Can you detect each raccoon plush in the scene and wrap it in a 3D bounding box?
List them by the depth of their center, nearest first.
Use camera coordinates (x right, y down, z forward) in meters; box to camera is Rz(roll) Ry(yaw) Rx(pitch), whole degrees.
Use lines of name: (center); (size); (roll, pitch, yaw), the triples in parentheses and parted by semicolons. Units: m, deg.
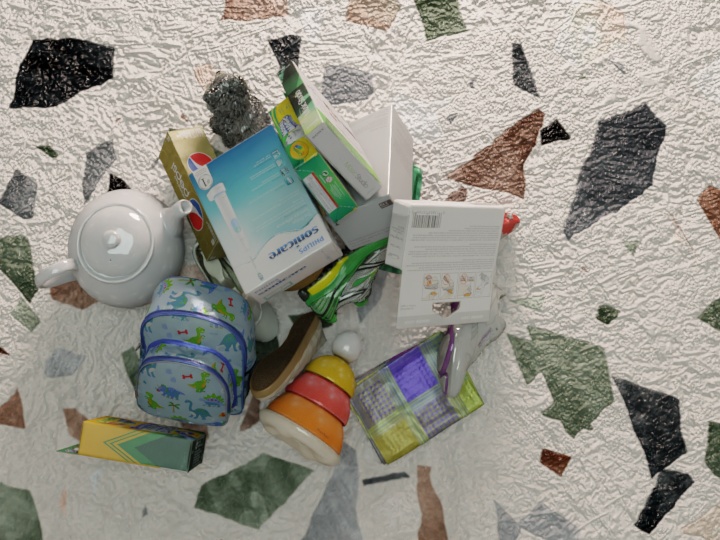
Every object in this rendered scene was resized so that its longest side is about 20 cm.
raccoon plush: (-0.169, -0.223, 1.346); (0.097, 0.134, 0.200); (-43, 87, -5)

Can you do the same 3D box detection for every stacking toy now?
stacking toy: (-0.052, 0.185, 1.326); (0.144, 0.146, 0.202); (31, 72, 2)

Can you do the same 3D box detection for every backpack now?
backpack: (-0.242, 0.124, 1.264); (0.178, 0.148, 0.203); (11, 129, 0)

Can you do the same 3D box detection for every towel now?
towel: (0.084, 0.203, 1.369); (0.197, 0.023, 0.146); (-29, 85, -3)

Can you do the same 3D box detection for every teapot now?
teapot: (-0.372, -0.036, 1.321); (0.193, 0.146, 0.204); (20, 86, 1)

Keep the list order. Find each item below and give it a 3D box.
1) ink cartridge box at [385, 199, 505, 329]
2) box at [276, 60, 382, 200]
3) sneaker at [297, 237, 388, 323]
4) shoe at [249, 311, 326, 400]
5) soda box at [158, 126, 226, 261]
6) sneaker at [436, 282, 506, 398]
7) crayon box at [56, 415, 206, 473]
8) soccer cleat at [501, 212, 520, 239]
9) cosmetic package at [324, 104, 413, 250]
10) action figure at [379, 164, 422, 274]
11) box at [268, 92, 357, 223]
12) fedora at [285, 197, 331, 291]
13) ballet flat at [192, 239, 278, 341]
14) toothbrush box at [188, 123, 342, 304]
ink cartridge box: (0.122, -0.011, 1.267); (0.197, 0.044, 0.181); (-1, 104, -39)
box: (-0.047, -0.204, 1.234); (0.036, 0.201, 0.144); (-39, 128, 10)
sneaker: (0.000, 0.000, 1.335); (0.199, 0.078, 0.086); (-39, 105, 9)
shoe: (-0.103, 0.137, 1.303); (0.069, 0.201, 0.054); (-11, 115, 31)
soda box: (-0.245, -0.122, 1.341); (0.063, 0.068, 0.203); (-15, 70, -35)
sneaker: (0.179, 0.105, 1.342); (0.098, 0.075, 0.204); (19, 73, -9)
crayon box: (-0.343, 0.260, 1.304); (0.195, 0.126, 0.053); (9, 84, 0)
soccer cleat: (0.169, -0.041, 1.369); (0.196, 0.068, 0.087); (-20, 118, -22)
cosmetic package: (0.017, -0.143, 1.304); (0.111, 0.081, 0.203); (-17, 47, 25)
action figure: (0.055, -0.099, 1.379); (0.115, 0.055, 0.205); (12, 89, 2)
box: (-0.074, -0.171, 1.250); (0.048, 0.202, 0.118); (-32, 130, 8)
fedora: (-0.109, -0.068, 1.344); (0.197, 0.081, 0.206); (4, 96, 33)
ballet flat: (-0.205, 0.032, 1.358); (0.069, 0.069, 0.201); (-37, 87, -4)
toothbrush box: (-0.135, -0.079, 1.233); (0.145, 0.085, 0.203); (-30, 74, 3)
